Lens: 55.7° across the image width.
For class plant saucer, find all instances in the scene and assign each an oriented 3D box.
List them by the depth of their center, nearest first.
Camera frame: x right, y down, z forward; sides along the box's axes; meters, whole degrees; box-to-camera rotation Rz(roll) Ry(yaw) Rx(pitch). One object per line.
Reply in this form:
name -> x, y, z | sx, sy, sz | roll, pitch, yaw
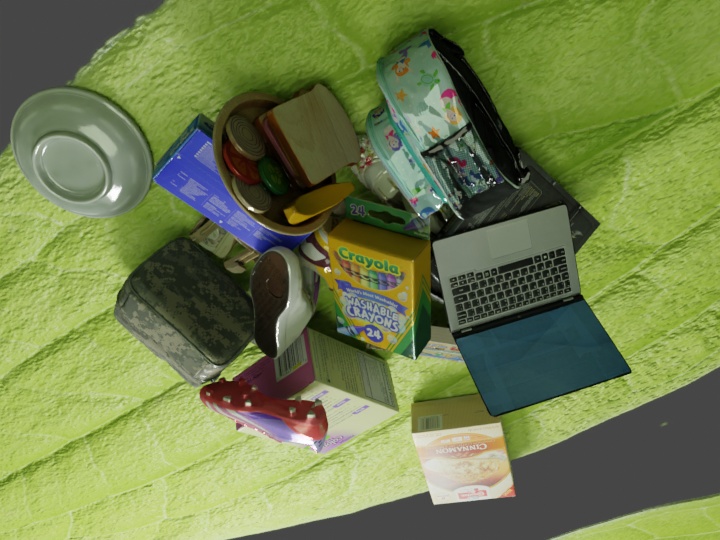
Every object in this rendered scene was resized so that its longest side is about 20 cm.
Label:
plant saucer -> -0.390, -0.149, 0.939 | 0.198, 0.050, 0.201 | 3, 126, 4

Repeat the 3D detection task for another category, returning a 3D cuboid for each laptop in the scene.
laptop -> 0.209, 0.043, 0.842 | 0.186, 0.116, 0.201 | -16, 105, -7

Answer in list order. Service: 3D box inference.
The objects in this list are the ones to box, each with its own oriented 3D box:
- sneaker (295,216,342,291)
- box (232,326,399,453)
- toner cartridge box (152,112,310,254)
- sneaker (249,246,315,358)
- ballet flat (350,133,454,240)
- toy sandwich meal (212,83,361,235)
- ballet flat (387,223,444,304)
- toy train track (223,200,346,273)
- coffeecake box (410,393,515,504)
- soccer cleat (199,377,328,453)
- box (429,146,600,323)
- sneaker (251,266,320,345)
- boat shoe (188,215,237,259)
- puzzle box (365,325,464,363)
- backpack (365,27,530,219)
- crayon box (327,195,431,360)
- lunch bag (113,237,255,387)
sneaker -> 0.000, 0.000, 0.991 | 0.199, 0.075, 0.090 | 32, 124, -24
box -> -0.071, 0.199, 1.093 | 0.176, 0.097, 0.199 | -35, 137, 26
toner cartridge box -> -0.151, -0.099, 0.862 | 0.095, 0.043, 0.200 | -40, 123, 22
sneaker -> -0.102, 0.030, 0.938 | 0.073, 0.085, 0.201 | 37, 140, 20
ballet flat -> 0.060, -0.107, 0.919 | 0.199, 0.064, 0.076 | 36, 121, -18
toy sandwich meal -> -0.082, -0.139, 0.821 | 0.070, 0.206, 0.205 | -23, 123, 42
ballet flat -> 0.096, 0.004, 0.943 | 0.199, 0.057, 0.067 | 30, 105, -8
toy train track -> -0.103, -0.042, 0.972 | 0.199, 0.033, 0.115 | -29, 155, 10
coffeecake box -> 0.184, 0.319, 1.211 | 0.152, 0.073, 0.201 | -10, 125, 11
soccer cleat -> -0.141, 0.208, 0.974 | 0.198, 0.067, 0.077 | 9, 114, 15
box -> 0.196, -0.037, 0.908 | 0.158, 0.048, 0.200 | 38, 93, -16
sneaker -> -0.122, 0.056, 1.046 | 0.099, 0.075, 0.201 | 18, 125, -9
boat shoe -> -0.178, -0.097, 0.942 | 0.062, 0.074, 0.200 | 24, 125, -16
puzzle box -> 0.110, 0.112, 1.051 | 0.198, 0.026, 0.133 | 9, 163, 0
backpack -> 0.089, -0.174, 0.800 | 0.150, 0.178, 0.201 | -24, 114, 17
crayon box -> 0.026, 0.012, 0.887 | 0.125, 0.052, 0.201 | 17, 132, 26
lunch bag -> -0.266, 0.073, 1.019 | 0.200, 0.140, 0.168 | 43, 137, -4
